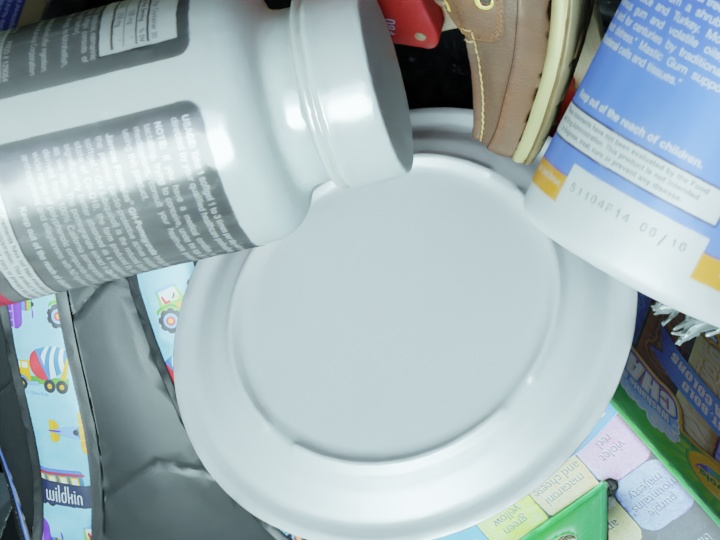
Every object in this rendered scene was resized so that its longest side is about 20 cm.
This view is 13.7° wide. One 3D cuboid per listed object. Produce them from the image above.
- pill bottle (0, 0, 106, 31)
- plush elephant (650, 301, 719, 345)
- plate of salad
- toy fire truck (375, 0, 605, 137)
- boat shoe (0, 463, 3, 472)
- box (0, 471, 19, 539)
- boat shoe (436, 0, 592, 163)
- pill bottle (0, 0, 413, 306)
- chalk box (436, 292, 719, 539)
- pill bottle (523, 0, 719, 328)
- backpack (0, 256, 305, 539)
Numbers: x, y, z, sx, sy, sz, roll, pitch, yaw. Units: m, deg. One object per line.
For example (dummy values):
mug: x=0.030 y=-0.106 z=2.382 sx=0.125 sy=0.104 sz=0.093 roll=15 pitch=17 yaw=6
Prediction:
pill bottle: x=-0.219 y=-0.123 z=1.334 sx=0.199 sy=0.112 sz=0.112 roll=18 pitch=116 yaw=-1
plush elephant: x=0.182 y=-0.070 z=1.251 sx=0.200 sy=0.165 sz=0.155 roll=-21 pitch=67 yaw=-10
plate of salad: x=0.019 y=0.025 z=1.238 sx=0.199 sy=0.201 sz=0.048 roll=-5 pitch=152 yaw=17
toy fire truck: x=0.045 y=-0.121 z=1.250 sx=0.141 sy=0.049 sz=0.200 roll=11 pitch=147 yaw=5
boat shoe: x=-0.223 y=0.015 z=1.437 sx=0.067 sy=0.072 sz=0.200 roll=3 pitch=127 yaw=50
box: x=-0.260 y=0.147 z=1.462 sx=0.199 sy=0.079 sz=0.141 roll=12 pitch=145 yaw=10
boat shoe: x=0.058 y=-0.127 z=1.152 sx=0.067 sy=0.072 sz=0.200 roll=12 pitch=136 yaw=7
pill bottle: x=-0.084 y=-0.056 z=1.227 sx=0.199 sy=0.111 sz=0.111 roll=-13 pitch=108 yaw=10
chalk box: x=0.091 y=0.085 z=1.299 sx=0.124 sy=0.200 sz=0.124 roll=-37 pitch=98 yaw=25
pill bottle: x=0.152 y=-0.086 z=1.123 sx=0.112 sy=0.112 sz=0.200 roll=27 pitch=100 yaw=3
backpack: x=-0.084 y=0.040 z=1.365 sx=0.182 sy=0.135 sz=0.201 roll=-12 pitch=107 yaw=19
